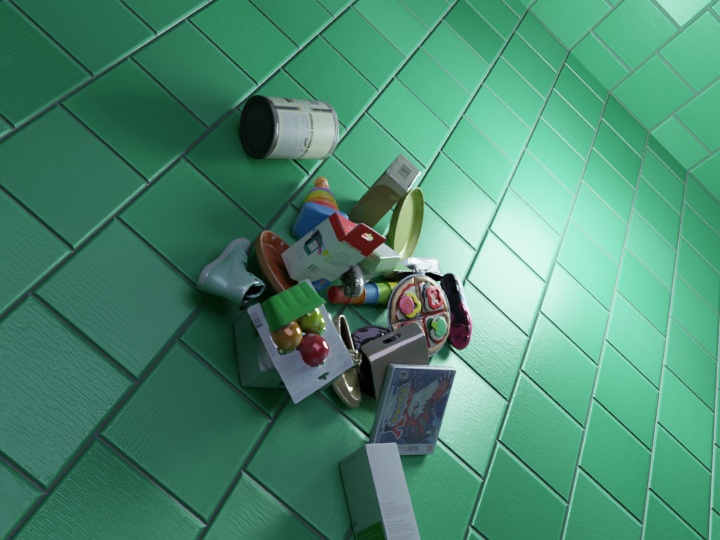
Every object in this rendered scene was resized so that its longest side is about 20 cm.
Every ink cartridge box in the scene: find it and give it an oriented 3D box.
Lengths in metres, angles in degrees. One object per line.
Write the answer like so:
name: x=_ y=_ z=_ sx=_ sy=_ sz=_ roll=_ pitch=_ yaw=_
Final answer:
ink cartridge box: x=-0.056 y=-0.049 z=1.654 sx=0.116 sy=0.199 sz=0.068 roll=28 pitch=31 yaw=-54
ink cartridge box: x=-0.148 y=0.159 z=1.578 sx=0.198 sy=0.087 sz=0.147 roll=10 pitch=54 yaw=-36
ink cartridge box: x=0.033 y=-0.053 z=1.793 sx=0.145 sy=0.048 sz=0.199 roll=38 pitch=21 yaw=25

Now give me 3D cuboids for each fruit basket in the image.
fruit basket: x=-0.118 y=0.134 z=1.511 sx=0.184 sy=0.093 sz=0.202 roll=-28 pitch=94 yaw=-47

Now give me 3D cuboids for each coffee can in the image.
coffee can: x=-0.171 y=-0.343 z=1.869 sx=0.198 sy=0.146 sz=0.148 roll=-6 pitch=65 yaw=-42

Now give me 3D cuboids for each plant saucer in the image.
plant saucer: x=-0.164 y=0.007 z=1.660 sx=0.201 sy=0.032 sz=0.201 roll=53 pitch=16 yaw=-22
plant saucer: x=0.111 y=-0.112 z=1.941 sx=0.031 sy=0.202 sz=0.200 roll=14 pitch=38 yaw=21

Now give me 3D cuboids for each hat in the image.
hat: x=0.065 y=0.197 z=1.714 sx=0.198 sy=0.081 sz=0.203 roll=14 pitch=56 yaw=-21

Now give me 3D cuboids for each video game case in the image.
video game case: x=0.110 y=0.299 z=1.642 sx=0.180 sy=0.023 sz=0.203 roll=7 pitch=101 yaw=-36

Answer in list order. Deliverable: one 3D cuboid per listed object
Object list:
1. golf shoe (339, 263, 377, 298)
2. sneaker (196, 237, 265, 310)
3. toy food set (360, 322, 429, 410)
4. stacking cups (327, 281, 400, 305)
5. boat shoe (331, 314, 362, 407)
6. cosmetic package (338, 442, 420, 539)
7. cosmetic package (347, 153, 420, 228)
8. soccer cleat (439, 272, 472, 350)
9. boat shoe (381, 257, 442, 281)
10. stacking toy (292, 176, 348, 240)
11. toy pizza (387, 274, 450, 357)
golf shoe: x=0.000 y=0.000 z=1.762 sx=0.096 sy=0.079 sz=0.201 roll=12 pitch=28 yaw=-15
sneaker: x=-0.241 y=0.009 z=1.580 sx=0.117 sy=0.074 sz=0.201 roll=25 pitch=31 yaw=5
toy food set: x=0.076 y=0.227 z=1.647 sx=0.142 sy=0.060 sz=0.203 roll=-22 pitch=117 yaw=-27
stacking cups: x=0.011 y=0.052 z=1.813 sx=0.198 sy=0.060 sz=0.061 roll=2 pitch=59 yaw=-35
boat shoe: x=-0.033 y=0.192 z=1.653 sx=0.072 sy=0.065 sz=0.202 roll=23 pitch=42 yaw=-53
cosmetic package: x=0.036 y=0.452 z=1.509 sx=0.084 sy=0.108 sz=0.202 roll=5 pitch=57 yaw=-36
cosmetic package: x=0.054 y=-0.184 z=1.903 sx=0.071 sy=0.200 sz=0.106 roll=40 pitch=44 yaw=-5
soccer cleat: x=0.250 y=0.104 z=1.962 sx=0.086 sy=0.069 sz=0.203 roll=32 pitch=48 yaw=-66
boat shoe: x=0.137 y=0.012 z=1.938 sx=0.199 sy=0.070 sz=0.067 roll=-4 pitch=61 yaw=-49
stacking toy: x=-0.098 y=-0.160 z=1.848 sx=0.115 sy=0.110 sz=0.202 roll=17 pitch=39 yaw=-17
toy pizza: x=0.147 y=0.109 z=1.845 sx=0.198 sy=0.032 sz=0.204 roll=5 pitch=81 yaw=-36
